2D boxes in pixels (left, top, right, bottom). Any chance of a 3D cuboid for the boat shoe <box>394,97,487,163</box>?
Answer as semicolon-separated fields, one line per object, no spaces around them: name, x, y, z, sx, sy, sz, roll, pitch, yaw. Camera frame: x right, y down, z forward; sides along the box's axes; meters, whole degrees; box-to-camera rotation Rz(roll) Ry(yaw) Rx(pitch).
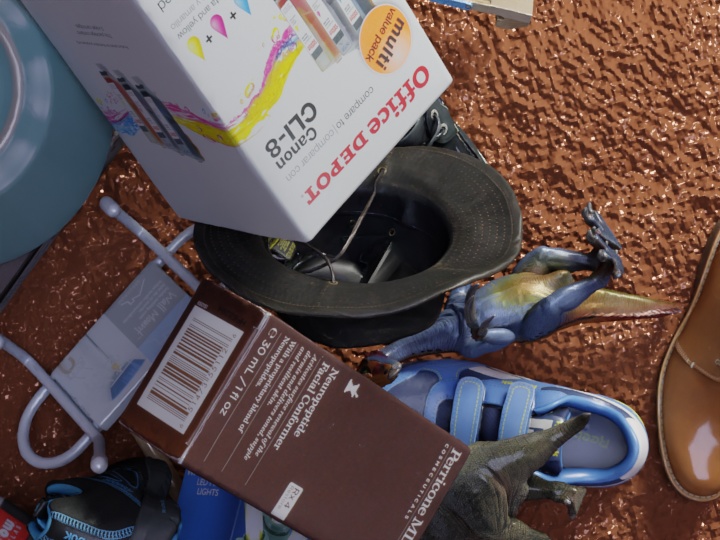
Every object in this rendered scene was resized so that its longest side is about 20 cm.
boat shoe;0.020;-0.096;1.325;0.074;0.066;0.200;-41;95;-5

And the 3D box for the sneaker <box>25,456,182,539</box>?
sneaker;-0.159;0.145;1.241;0.081;0.200;0.074;18;87;-11

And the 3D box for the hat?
hat;0.000;0.000;1.242;0.198;0.201;0.082;-7;124;-6

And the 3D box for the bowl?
bowl;-0.249;-0.101;1.200;0.199;0.105;0.203;0;89;-2

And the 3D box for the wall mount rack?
wall mount rack;-0.146;0.047;1.268;0.200;0.174;0.075;-49;138;-2

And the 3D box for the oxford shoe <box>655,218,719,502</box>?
oxford shoe;0.244;0.057;1.351;0.071;0.071;0.202;11;92;-7

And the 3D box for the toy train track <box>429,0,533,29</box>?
toy train track;0.013;-0.185;1.328;0.198;0.033;0.115;11;50;-5

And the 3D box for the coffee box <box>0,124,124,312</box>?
coffee box;-0.220;-0.082;1.293;0.113;0.080;0.201;36;88;-4

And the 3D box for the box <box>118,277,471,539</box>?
box;-0.035;0.098;1.198;0.200;0.075;0.101;35;84;-43

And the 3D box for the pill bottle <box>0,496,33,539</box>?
pill bottle;-0.227;0.212;1.283;0.199;0.116;0.116;34;88;-6

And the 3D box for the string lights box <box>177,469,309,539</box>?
string lights box;-0.066;0.168;1.278;0.102;0.059;0.202;29;68;-44

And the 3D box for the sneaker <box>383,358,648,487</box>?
sneaker;0.096;0.101;1.331;0.198;0.082;0.075;6;92;-3

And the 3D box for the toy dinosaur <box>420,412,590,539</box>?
toy dinosaur;0.075;0.151;1.275;0.102;0.200;0.077;26;50;-12

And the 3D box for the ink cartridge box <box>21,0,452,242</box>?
ink cartridge box;-0.074;-0.140;1.167;0.145;0.144;0.201;-48;123;-21

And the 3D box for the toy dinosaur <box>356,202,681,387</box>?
toy dinosaur;0.091;0.039;1.315;0.181;0.105;0.200;-39;118;15

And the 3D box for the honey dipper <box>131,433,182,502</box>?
honey dipper;-0.116;0.149;1.333;0.038;0.038;0.201;-31;93;-4
